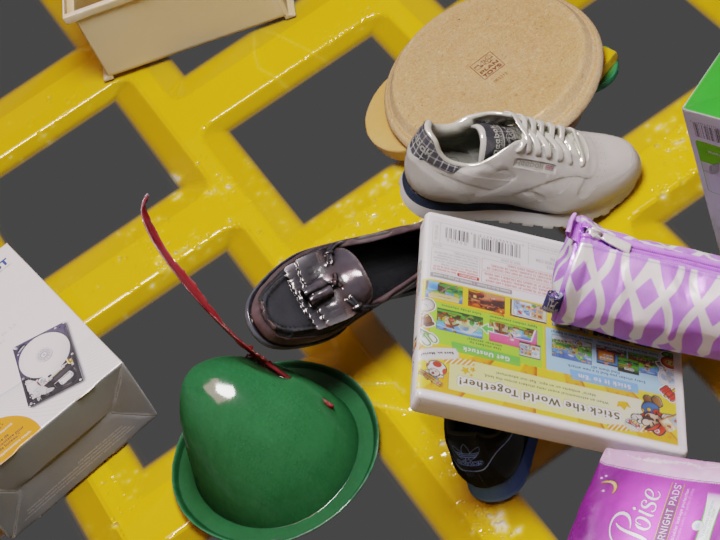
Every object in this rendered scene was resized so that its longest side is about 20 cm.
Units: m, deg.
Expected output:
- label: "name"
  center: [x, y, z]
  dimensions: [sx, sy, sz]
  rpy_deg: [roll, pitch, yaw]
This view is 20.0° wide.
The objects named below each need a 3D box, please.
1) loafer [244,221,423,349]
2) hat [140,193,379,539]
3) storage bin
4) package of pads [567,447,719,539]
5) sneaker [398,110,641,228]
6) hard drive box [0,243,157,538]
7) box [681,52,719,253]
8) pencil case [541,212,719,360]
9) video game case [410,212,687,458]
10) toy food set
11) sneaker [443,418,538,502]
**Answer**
- label: "loafer"
  center: [0.000, 0.000, 1.565]
  dimensions: [0.199, 0.063, 0.072]
  rpy_deg: [-22, 79, -36]
- label: "hat"
  center: [-0.101, 0.083, 1.519]
  dimensions: [0.199, 0.177, 0.166]
  rpy_deg: [18, 60, 35]
- label: "storage bin"
  center: [-0.175, -0.303, 1.938]
  dimensions: [0.198, 0.094, 0.200]
  rpy_deg: [-18, 47, 10]
- label: "package of pads"
  center: [0.238, 0.190, 1.350]
  dimensions: [0.198, 0.076, 0.121]
  rpy_deg: [6, 52, 28]
- label: "sneaker"
  center: [0.130, -0.085, 1.588]
  dimensions: [0.198, 0.081, 0.077]
  rpy_deg: [-6, 50, -17]
- label: "hard drive box"
  center: [-0.286, 0.095, 1.664]
  dimensions: [0.156, 0.077, 0.200]
  rpy_deg: [-40, 47, -12]
- label: "box"
  center: [0.346, -0.061, 1.443]
  dimensions: [0.199, 0.177, 0.097]
  rpy_deg: [19, 60, 35]
- label: "pencil case"
  center: [0.230, 0.014, 1.450]
  dimensions: [0.198, 0.086, 0.084]
  rpy_deg: [12, 38, -1]
- label: "video game case"
  center: [0.136, 0.048, 1.473]
  dimensions: [0.198, 0.023, 0.183]
  rpy_deg: [13, 45, -8]
- label: "toy food set"
  center: [0.112, -0.155, 1.716]
  dimensions: [0.197, 0.049, 0.200]
  rpy_deg: [26, 66, 37]
- label: "sneaker"
  center: [0.107, 0.068, 1.509]
  dimensions: [0.069, 0.078, 0.201]
  rpy_deg: [-3, 51, 22]
